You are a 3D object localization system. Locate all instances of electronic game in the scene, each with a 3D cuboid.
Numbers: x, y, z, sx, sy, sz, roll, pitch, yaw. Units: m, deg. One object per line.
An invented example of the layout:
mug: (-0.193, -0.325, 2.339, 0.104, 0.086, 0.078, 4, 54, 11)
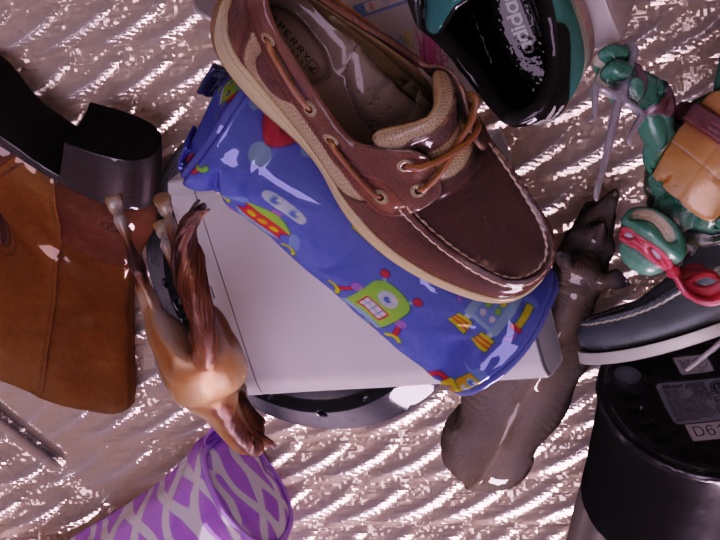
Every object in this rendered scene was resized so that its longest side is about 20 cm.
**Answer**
electronic game: (-0.030, -0.001, 1.210, 0.199, 0.042, 0.201, 9, 117, 18)

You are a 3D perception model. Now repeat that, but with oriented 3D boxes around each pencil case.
pencil case: (-0.001, -0.022, 1.037, 0.200, 0.078, 0.087, 37, 135, -15)
pencil case: (-0.134, 0.173, 1.301, 0.199, 0.084, 0.086, -33, 81, 23)

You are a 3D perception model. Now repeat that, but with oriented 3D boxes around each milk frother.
milk frother: (0.198, 0.167, 1.137, 0.179, 0.201, 0.189, 6, 129, -1)

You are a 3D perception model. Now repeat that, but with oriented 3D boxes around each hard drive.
hard drive: (0.000, 0.000, 1.145, 0.199, 0.027, 0.133, -6, 111, 31)

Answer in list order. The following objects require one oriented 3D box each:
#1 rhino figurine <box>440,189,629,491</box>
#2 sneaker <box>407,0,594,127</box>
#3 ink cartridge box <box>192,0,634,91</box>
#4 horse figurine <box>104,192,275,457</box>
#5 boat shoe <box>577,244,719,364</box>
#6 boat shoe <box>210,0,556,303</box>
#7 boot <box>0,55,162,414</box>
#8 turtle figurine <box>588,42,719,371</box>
rhino figurine: (0.100, 0.039, 1.174, 0.059, 0.088, 0.201, 25, 118, -1)
sneaker: (0.045, -0.155, 0.950, 0.071, 0.080, 0.201, -24, 108, 22)
ink cartridge box: (0.025, -0.160, 1.073, 0.199, 0.129, 0.126, -17, 111, 21)
horse figurine: (-0.089, 0.029, 1.111, 0.050, 0.200, 0.133, -22, 79, -8)
boat shoe: (0.197, -0.007, 1.089, 0.199, 0.073, 0.062, -22, 93, 16)
boat shoe: (0.019, -0.060, 0.962, 0.200, 0.072, 0.072, 46, 73, -13)
boot: (-0.206, -0.024, 1.246, 0.187, 0.069, 0.201, 17, 130, 4)
turtle figurine: (0.173, -0.061, 1.012, 0.149, 0.101, 0.201, 36, 90, -1)
